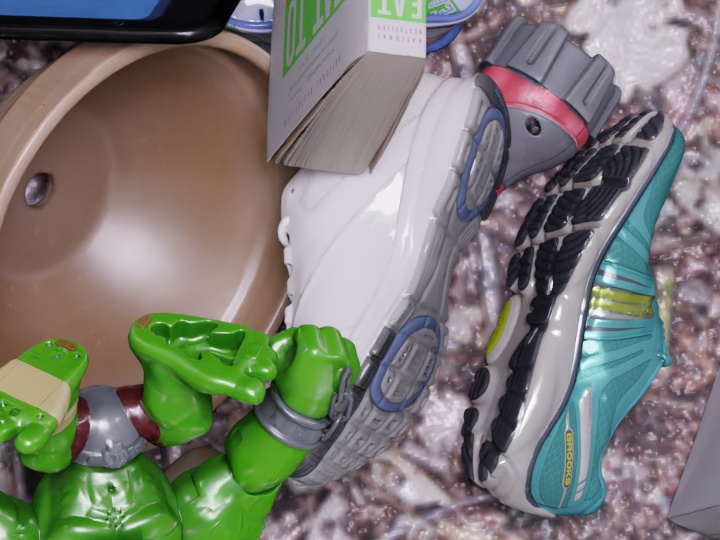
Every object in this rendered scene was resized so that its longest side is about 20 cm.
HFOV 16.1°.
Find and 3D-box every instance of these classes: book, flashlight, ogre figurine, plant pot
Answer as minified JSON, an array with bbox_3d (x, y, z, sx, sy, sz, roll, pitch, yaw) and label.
[{"bbox_3d":[0.000,-0.159,1.090,0.048,0.134,0.201,6,70,-14],"label":"book"},{"bbox_3d":[0.046,-0.023,1.204,0.068,0.068,0.201,35,78,-9],"label":"flashlight"},{"bbox_3d":[-0.103,0.081,1.068,0.199,0.120,0.098,-22,47,-29],"label":"ogre figurine"},{"bbox_3d":[-0.120,-0.024,1.146,0.092,0.201,0.201,25,76,37],"label":"plant pot"}]

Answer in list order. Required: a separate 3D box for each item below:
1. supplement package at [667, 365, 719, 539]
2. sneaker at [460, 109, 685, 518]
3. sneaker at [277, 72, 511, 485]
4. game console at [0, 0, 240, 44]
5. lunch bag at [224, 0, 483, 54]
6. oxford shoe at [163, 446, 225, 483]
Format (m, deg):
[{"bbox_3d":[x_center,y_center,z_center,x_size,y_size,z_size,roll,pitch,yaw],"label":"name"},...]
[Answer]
[{"bbox_3d":[0.277,0.061,1.180,0.199,0.147,0.192,22,79,-4],"label":"supplement package"},{"bbox_3d":[0.111,0.021,1.214,0.079,0.077,0.201,23,83,-23],"label":"sneaker"},{"bbox_3d":[0.000,0.000,1.147,0.087,0.075,0.201,15,75,23],"label":"sneaker"},{"bbox_3d":[-0.144,-0.173,1.119,0.199,0.116,0.177,3,80,7],"label":"game console"},{"bbox_3d":[-0.020,-0.203,1.217,0.159,0.076,0.201,-2,82,-8],"label":"lunch bag"},{"bbox_3d":[-0.117,0.141,1.126,0.074,0.071,0.200,53,50,-22],"label":"oxford shoe"}]
